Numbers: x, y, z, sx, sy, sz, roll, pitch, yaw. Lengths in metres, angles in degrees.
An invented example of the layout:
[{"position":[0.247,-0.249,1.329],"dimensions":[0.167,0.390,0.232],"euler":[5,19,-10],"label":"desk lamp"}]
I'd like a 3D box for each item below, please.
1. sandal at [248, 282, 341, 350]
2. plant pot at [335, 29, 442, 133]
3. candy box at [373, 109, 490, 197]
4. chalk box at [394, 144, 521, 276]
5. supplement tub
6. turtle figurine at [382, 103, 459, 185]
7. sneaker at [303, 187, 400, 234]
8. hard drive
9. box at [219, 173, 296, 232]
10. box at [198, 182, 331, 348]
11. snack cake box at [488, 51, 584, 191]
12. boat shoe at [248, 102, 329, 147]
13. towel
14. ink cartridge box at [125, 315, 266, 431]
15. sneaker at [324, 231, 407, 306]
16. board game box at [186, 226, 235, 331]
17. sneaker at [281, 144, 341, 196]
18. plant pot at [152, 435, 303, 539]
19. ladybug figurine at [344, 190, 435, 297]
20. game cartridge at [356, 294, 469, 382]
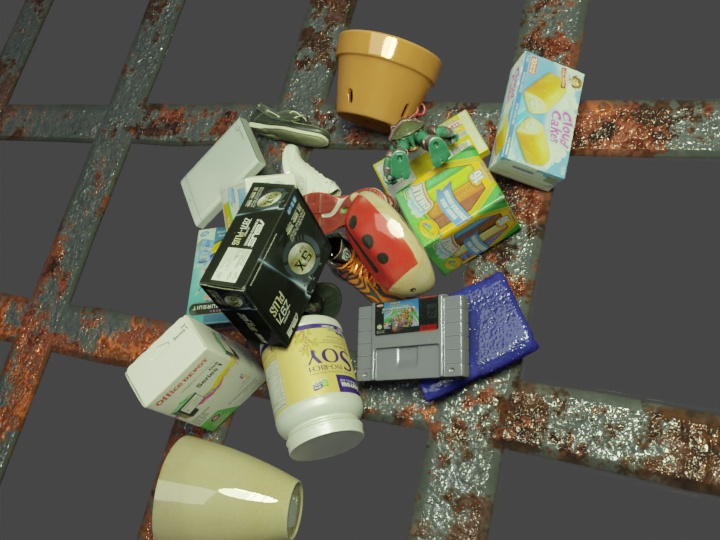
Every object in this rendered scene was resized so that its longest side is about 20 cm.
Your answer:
[{"position":[-0.116,0.091,1.307],"dimensions":[0.199,0.076,0.048],"euler":[-31,14,18],"label":"sandal"},{"position":[0.036,-0.339,1.368],"dimensions":[0.199,0.200,0.141],"euler":[18,93,30],"label":"plant pot"},{"position":[0.128,-0.202,1.350],"dimensions":[0.199,0.026,0.103],"euler":[-29,56,11],"label":"candy box"},{"position":[0.143,-0.086,1.235],"dimensions":[0.199,0.124,0.125],"euler":[-32,58,9],"label":"chalk box"},{"position":[-0.077,0.191,1.205],"dimensions":[0.144,0.145,0.201],"euler":[-25,60,13],"label":"supplement tub"},{"position":[0.089,-0.210,1.258],"dimensions":[0.149,0.101,0.200],"euler":[-36,16,11],"label":"turtle figurine"},{"position":[-0.019,-0.100,1.330],"dimensions":[0.198,0.115,0.079],"euler":[1,87,31],"label":"sneaker"},{"position":[-0.284,-0.198,1.512],"dimensions":[0.200,0.027,0.133],"euler":[-41,56,22],"label":"hard drive"},{"position":[-0.170,-0.061,1.318],"dimensions":[0.112,0.101,0.202],"euler":[-7,93,55],"label":"box"},{"position":[-0.141,-0.009,1.160],"dimensions":[0.085,0.164,0.201],"euler":[7,57,27],"label":"box"},{"position":[0.295,-0.248,1.237],"dimensions":[0.114,0.067,0.202],"euler":[17,73,-7],"label":"snack cake box"},{"position":[-0.141,-0.296,1.491],"dimensions":[0.199,0.072,0.068],"euler":[20,81,33],"label":"boat shoe"},{"position":[0.169,0.106,1.186],"dimensions":[0.199,0.050,0.149],"euler":[-28,62,14],"label":"towel"},{"position":[-0.277,0.181,1.270],"dimensions":[0.145,0.200,0.084],"euler":[-43,57,2],"label":"ink cartridge box"},{"position":[0.000,0.000,1.271],"dimensions":[0.199,0.112,0.078],"euler":[24,80,31],"label":"sneaker"},{"position":[-0.251,0.013,1.422],"dimensions":[0.150,0.047,0.202],"euler":[-7,65,23],"label":"board game box"},{"position":[-0.092,-0.160,1.418],"dimensions":[0.099,0.075,0.202],"euler":[-21,67,4],"label":"sneaker"},{"position":[-0.198,0.371,1.179],"dimensions":[0.198,0.188,0.189],"euler":[5,70,12],"label":"plant pot"},{"position":[0.038,-0.037,1.184],"dimensions":[0.072,0.136,0.201],"euler":[-34,81,-20],"label":"ladybug figurine"},{"position":[0.079,0.109,1.177],"dimensions":[0.199,0.038,0.131],"euler":[-9,77,36],"label":"game cartridge"}]
